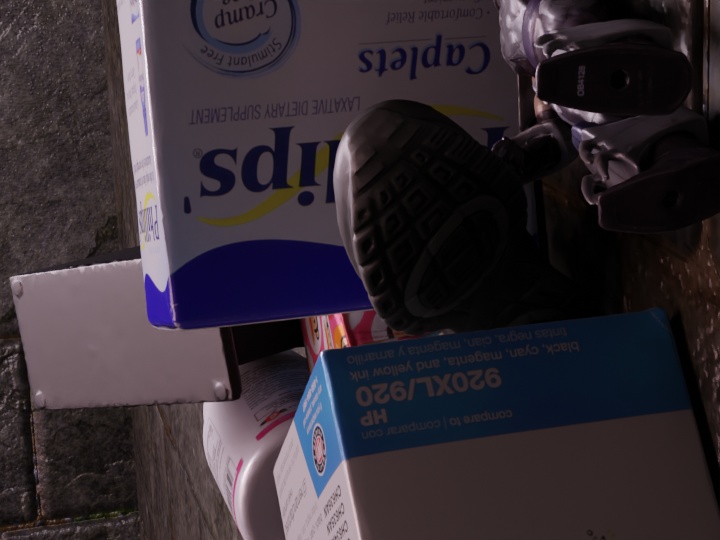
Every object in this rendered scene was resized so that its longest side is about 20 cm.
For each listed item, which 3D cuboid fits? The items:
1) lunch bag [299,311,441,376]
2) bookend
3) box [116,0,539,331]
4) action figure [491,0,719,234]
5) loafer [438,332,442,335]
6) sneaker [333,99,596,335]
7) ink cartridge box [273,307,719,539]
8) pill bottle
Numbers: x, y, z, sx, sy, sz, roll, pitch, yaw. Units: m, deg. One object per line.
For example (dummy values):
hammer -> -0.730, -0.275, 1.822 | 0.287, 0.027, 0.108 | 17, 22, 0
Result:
lunch bag -> 0.000, 0.000, 1.031 | 0.176, 0.081, 0.202 | 126, 136, -72
bookend -> -0.089, 0.022, 1.169 | 0.198, 0.199, 0.093 | -7, 96, 43
box -> -0.018, -0.080, 0.853 | 0.105, 0.182, 0.202 | 180, 84, -75
action figure -> 0.079, -0.087, 0.684 | 0.200, 0.069, 0.131 | -112, 8, -64
loafer -> 0.045, 0.112, 0.831 | 0.068, 0.075, 0.201 | -31, 36, 53
sneaker -> 0.028, -0.017, 0.724 | 0.091, 0.076, 0.200 | 52, 180, 31
ink cartridge box -> 0.058, 0.142, 0.695 | 0.147, 0.143, 0.202 | 114, 148, -63
pill bottle -> -0.047, 0.124, 1.219 | 0.200, 0.112, 0.115 | -135, 41, -70
